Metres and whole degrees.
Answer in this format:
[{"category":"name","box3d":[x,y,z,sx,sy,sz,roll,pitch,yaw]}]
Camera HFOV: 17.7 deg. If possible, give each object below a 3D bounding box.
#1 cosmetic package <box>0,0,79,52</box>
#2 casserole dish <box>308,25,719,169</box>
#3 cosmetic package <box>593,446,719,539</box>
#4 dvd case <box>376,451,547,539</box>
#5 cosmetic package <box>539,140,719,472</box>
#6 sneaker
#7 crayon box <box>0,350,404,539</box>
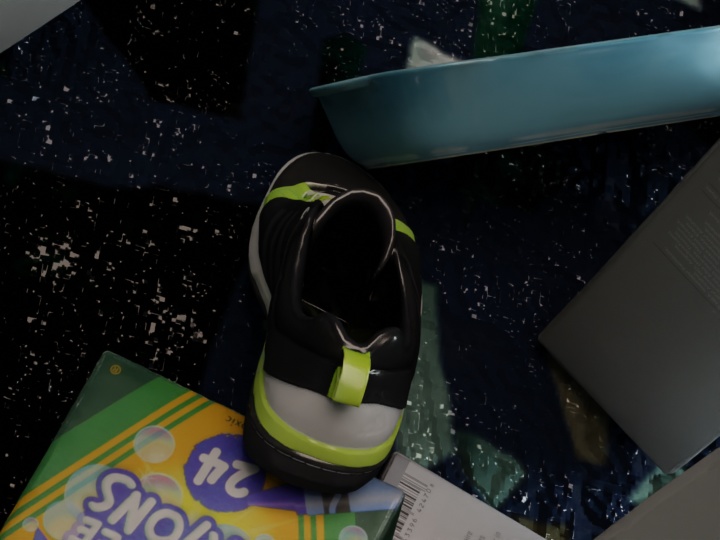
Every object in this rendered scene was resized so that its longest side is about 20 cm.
[{"category":"cosmetic package","box3d":[-0.135,-0.176,0.887,0.052,0.199,0.152,8,58,-59]},{"category":"casserole dish","box3d":[0.076,-0.071,0.952,0.199,0.121,0.039,-9,92,-22]},{"category":"cosmetic package","box3d":[0.141,0.112,0.788,0.085,0.200,0.108,-32,79,-28]},{"category":"dvd case","box3d":[0.066,0.181,0.882,0.199,0.025,0.151,30,61,-2]},{"category":"cosmetic package","box3d":[0.160,-0.012,0.893,0.090,0.200,0.107,47,59,3]},{"category":"sneaker","box3d":[0.000,0.000,0.872,0.071,0.083,0.201,13,33,-11]},{"category":"crayon box","box3d":[-0.082,0.142,0.821,0.125,0.052,0.201,24,62,7]}]
